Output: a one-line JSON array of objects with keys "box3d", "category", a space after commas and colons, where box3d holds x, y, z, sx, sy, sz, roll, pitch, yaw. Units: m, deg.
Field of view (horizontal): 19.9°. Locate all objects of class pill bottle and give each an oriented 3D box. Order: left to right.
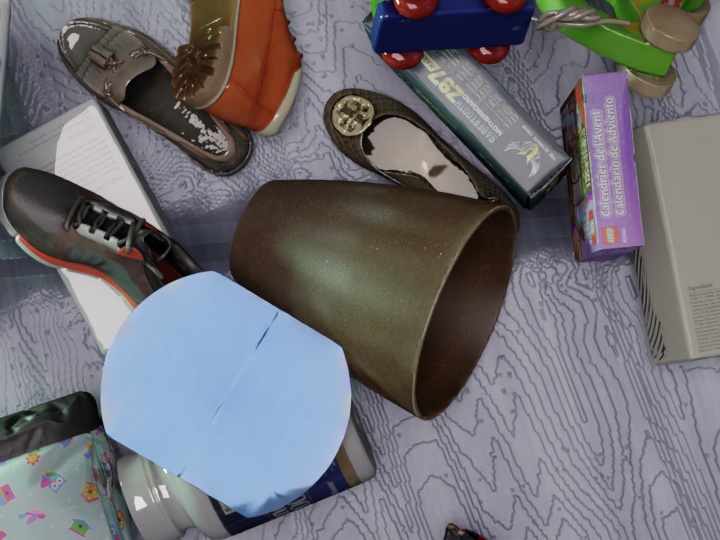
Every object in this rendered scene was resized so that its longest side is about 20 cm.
[{"box3d": [-0.096, 0.159, 1.716, 0.200, 0.111, 0.111, -22, 86, 2], "category": "pill bottle"}]

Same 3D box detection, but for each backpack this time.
[{"box3d": [-0.267, 0.217, 1.717, 0.167, 0.127, 0.200, -18, 90, -1], "category": "backpack"}]

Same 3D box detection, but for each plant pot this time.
[{"box3d": [0.000, 0.000, 1.697, 0.200, 0.187, 0.187, 22, 89, 19], "category": "plant pot"}]

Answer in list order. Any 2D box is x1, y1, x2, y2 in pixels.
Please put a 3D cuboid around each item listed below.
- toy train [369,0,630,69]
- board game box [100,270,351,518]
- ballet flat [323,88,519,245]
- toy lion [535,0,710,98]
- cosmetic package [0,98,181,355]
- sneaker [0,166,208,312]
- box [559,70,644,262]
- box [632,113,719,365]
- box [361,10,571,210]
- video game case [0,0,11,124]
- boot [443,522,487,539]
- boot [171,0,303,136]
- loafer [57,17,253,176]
[{"box3d": [0.101, -0.230, 1.601, 0.200, 0.085, 0.116, -5, 63, -11], "category": "toy train"}, {"box3d": [-0.106, 0.096, 1.651, 0.200, 0.039, 0.158, 30, 92, -3], "category": "board game box"}, {"box3d": [0.053, -0.089, 1.750, 0.200, 0.046, 0.067, 39, 90, 4], "category": "ballet flat"}, {"box3d": [0.199, -0.249, 1.688, 0.192, 0.200, 0.069, 27, 131, 4], "category": "toy lion"}, {"box3d": [-0.219, -0.037, 1.752, 0.102, 0.074, 0.200, -28, 88, 1], "category": "cosmetic package"}, {"box3d": [-0.198, -0.029, 1.655, 0.200, 0.082, 0.077, 32, 57, -13], "category": "sneaker"}, {"box3d": [0.194, -0.080, 1.664, 0.039, 0.200, 0.137, -6, 87, 1], "category": "box"}, {"box3d": [0.274, -0.025, 1.712, 0.082, 0.068, 0.200, -8, 86, -21], "category": "box"}, {"box3d": [0.088, -0.140, 1.695, 0.051, 0.158, 0.200, -44, 87, 1], "category": "box"}, {"box3d": [-0.311, -0.124, 1.699, 0.022, 0.200, 0.182, 5, 88, -12], "category": "video game case"}, {"box3d": [0.050, 0.282, 1.720, 0.200, 0.073, 0.151, 27, 90, 0], "category": "boot"}, {"box3d": [-0.091, -0.212, 1.757, 0.107, 0.075, 0.200, 27, 65, -35], "category": "boot"}, {"box3d": [-0.178, -0.155, 1.758, 0.200, 0.063, 0.072, 36, 91, 4], "category": "loafer"}]
